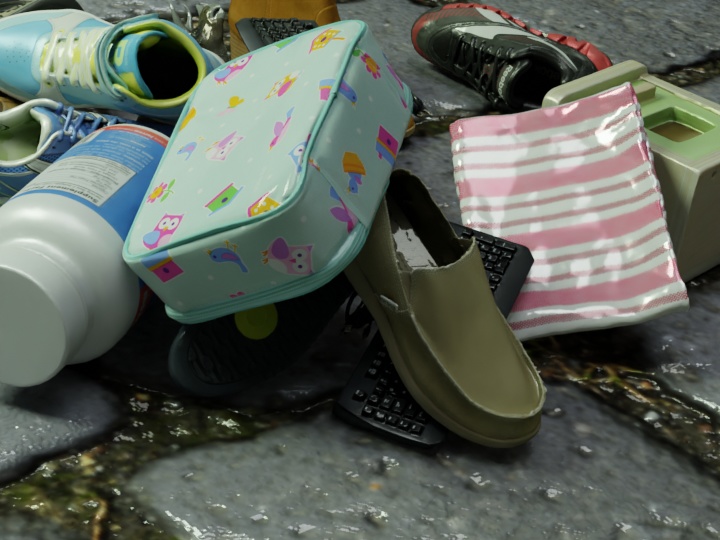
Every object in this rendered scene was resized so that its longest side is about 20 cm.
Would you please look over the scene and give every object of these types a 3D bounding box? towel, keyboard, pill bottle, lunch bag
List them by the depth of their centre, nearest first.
[{"bbox_3d":[-0.058,-0.063,1.027,0.160,0.077,0.201,-19,34,33],"label":"lunch bag"},{"bbox_3d":[-0.180,-0.009,1.054,0.112,0.113,0.200,15,30,11],"label":"pill bottle"},{"bbox_3d":[0.038,0.027,1.079,0.103,0.040,0.200,14,42,17],"label":"keyboard"},{"bbox_3d":[0.143,-0.042,1.173,0.145,0.030,0.201,-12,53,8],"label":"towel"},{"bbox_3d":[-0.019,-0.156,1.295,0.126,0.021,0.200,4,29,-22],"label":"keyboard"}]

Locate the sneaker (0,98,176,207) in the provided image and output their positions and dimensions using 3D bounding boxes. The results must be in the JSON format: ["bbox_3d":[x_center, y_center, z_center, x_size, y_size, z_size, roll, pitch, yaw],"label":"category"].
[{"bbox_3d":[-0.206,-0.081,1.189,0.199,0.077,0.076,-8,61,-23],"label":"sneaker"}]

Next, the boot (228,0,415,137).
[{"bbox_3d":[-0.033,-0.203,1.409,0.200,0.145,0.071,25,33,26],"label":"boot"}]

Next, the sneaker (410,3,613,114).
[{"bbox_3d":[0.128,-0.191,1.505,0.200,0.071,0.098,22,29,20],"label":"sneaker"}]

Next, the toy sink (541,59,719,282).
[{"bbox_3d":[0.207,-0.089,1.302,0.200,0.113,0.130,30,35,33],"label":"toy sink"}]

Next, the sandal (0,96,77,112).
[{"bbox_3d":[-0.292,-0.103,1.250,0.082,0.055,0.199,31,36,34],"label":"sandal"}]

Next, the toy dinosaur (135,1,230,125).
[{"bbox_3d":[-0.137,-0.117,1.315,0.102,0.077,0.201,15,60,20],"label":"toy dinosaur"}]

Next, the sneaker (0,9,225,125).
[{"bbox_3d":[-0.195,-0.157,1.207,0.199,0.080,0.131,7,-2,1],"label":"sneaker"}]

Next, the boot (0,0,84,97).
[{"bbox_3d":[-0.332,-0.170,1.352,0.203,0.074,0.154,-28,22,-18],"label":"boot"}]

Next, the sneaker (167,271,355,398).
[{"bbox_3d":[-0.055,0.015,1.083,0.200,0.066,0.078,-44,16,-27],"label":"sneaker"}]

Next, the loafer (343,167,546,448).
[{"bbox_3d":[0.049,0.020,1.022,0.076,0.067,0.200,-30,77,-39],"label":"loafer"}]
